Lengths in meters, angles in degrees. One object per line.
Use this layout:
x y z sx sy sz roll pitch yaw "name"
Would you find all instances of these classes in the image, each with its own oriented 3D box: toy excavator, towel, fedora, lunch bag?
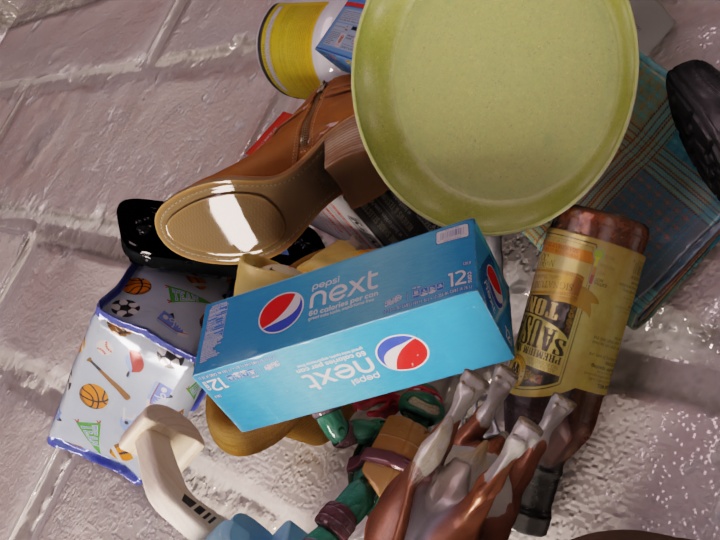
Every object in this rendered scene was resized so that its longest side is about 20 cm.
-0.098 0.198 0.728 0.100 0.200 0.195 -46 11 15 "toy excavator"
0.161 -0.076 0.697 0.147 0.022 0.200 -49 59 11 "towel"
-0.043 0.076 0.852 0.200 0.082 0.202 -37 30 25 "fedora"
-0.187 0.069 0.972 0.171 0.123 0.201 -59 7 28 "lunch bag"

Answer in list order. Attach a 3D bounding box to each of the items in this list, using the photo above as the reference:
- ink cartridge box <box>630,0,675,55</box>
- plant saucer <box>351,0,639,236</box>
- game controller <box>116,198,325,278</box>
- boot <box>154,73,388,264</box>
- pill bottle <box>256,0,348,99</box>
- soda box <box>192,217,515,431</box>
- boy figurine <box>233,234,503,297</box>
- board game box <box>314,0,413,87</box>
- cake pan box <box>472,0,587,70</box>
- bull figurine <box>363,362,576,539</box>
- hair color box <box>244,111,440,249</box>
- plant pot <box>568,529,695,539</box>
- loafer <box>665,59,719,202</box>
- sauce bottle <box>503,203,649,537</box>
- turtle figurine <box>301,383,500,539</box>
0.130 -0.166 0.827 0.201 0.083 0.147 -50 34 12 "ink cartridge box"
0.083 -0.124 0.648 0.198 0.031 0.203 5 98 34 "plant saucer"
-0.125 -0.028 0.952 0.105 0.197 0.042 -111 36 -49 "game controller"
-0.060 -0.086 0.814 0.197 0.074 0.155 -16 33 9 "boot"
-0.017 -0.225 1.040 0.199 0.112 0.113 21 80 56 "pill bottle"
-0.005 0.039 0.664 0.198 0.068 0.065 -17 41 20 "soda box"
0.000 0.000 0.754 0.124 0.197 0.065 -132 34 -64 "boy figurine"
0.057 -0.232 0.771 0.201 0.036 0.151 -56 27 3 "board game box"
0.102 -0.196 0.752 0.183 0.052 0.202 -29 37 38 "cake pan box"
0.058 0.114 0.554 0.065 0.200 0.122 30 99 13 "bull figurine"
-0.017 -0.074 0.920 0.061 0.102 0.199 -48 33 -8 "hair color box"
0.093 0.220 0.490 0.202 0.199 0.174 -66 17 -15 "plant pot"
0.246 -0.055 0.588 0.070 0.068 0.202 -30 53 3 "loafer"
0.124 0.062 0.639 0.066 0.065 0.203 14 89 55 "sauce bottle"
0.025 0.132 0.707 0.148 0.101 0.201 10 53 18 "turtle figurine"
